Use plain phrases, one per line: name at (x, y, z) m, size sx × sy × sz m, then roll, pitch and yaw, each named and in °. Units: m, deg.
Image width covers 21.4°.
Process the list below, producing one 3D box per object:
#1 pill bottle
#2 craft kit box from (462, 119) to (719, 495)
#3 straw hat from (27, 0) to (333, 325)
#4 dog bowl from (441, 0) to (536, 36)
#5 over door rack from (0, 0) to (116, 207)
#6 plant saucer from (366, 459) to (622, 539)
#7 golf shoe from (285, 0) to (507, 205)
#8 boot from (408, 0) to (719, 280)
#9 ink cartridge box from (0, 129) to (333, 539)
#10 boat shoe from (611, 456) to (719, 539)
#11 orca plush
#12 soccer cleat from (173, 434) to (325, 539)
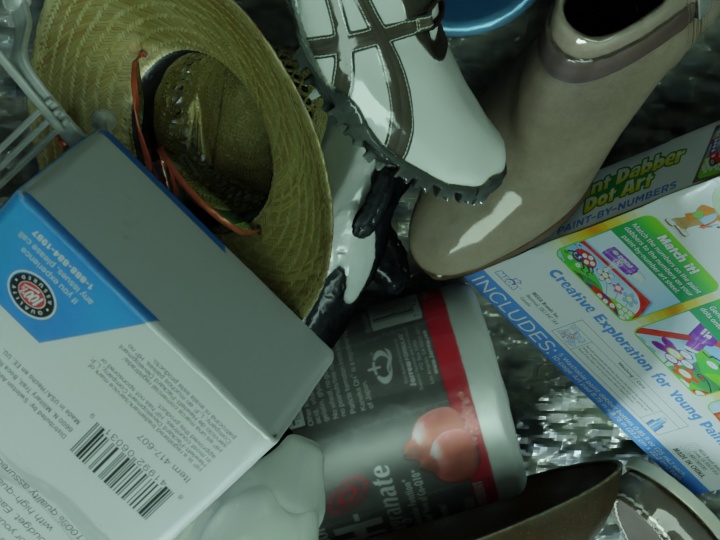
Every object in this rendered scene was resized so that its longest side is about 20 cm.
pill bottle at (-0.025, 0.084, 0.948) m, size 0.199 × 0.111 × 0.111 m, roll -16°, pitch 120°, yaw 1°
craft kit box at (0.186, 0.019, 0.927) m, size 0.197 × 0.049 × 0.200 m, roll -19°, pitch 128°, yaw 42°
straw hat at (-0.059, -0.065, 0.868) m, size 0.085 × 0.200 × 0.202 m, roll -30°, pitch 130°, yaw -40°
dog bowl at (0.031, -0.193, 0.838) m, size 0.111 × 0.050 × 0.201 m, roll -18°, pitch 120°, yaw 2°
over door rack at (-0.223, -0.091, 0.848) m, size 0.148 × 0.067 × 0.200 m, roll -39°, pitch 103°, yaw 21°
plant saucer at (0.040, 0.141, 0.944) m, size 0.199 × 0.200 × 0.032 m, roll -20°, pitch 88°, yaw 3°
golf shoe at (0.010, -0.115, 0.769) m, size 0.094 × 0.078 × 0.200 m, roll -35°, pitch 110°, yaw 20°
boot at (0.092, -0.086, 0.838) m, size 0.070 × 0.146 × 0.200 m, roll 40°, pitch 84°, yaw 9°
ink cartridge box at (-0.134, 0.062, 0.831) m, size 0.146 × 0.084 × 0.200 m, roll 44°, pitch 120°, yaw -5°
boat shoe at (0.183, 0.185, 1.050) m, size 0.059 × 0.072 × 0.200 m, roll -42°, pitch 124°, yaw -13°
orca plush at (0.000, 0.000, 0.895) m, size 0.071 × 0.201 × 0.105 m, roll 24°, pitch 156°, yaw -29°
soccer cleat at (-0.066, 0.141, 0.878) m, size 0.069 × 0.078 × 0.200 m, roll 31°, pitch 144°, yaw -11°
